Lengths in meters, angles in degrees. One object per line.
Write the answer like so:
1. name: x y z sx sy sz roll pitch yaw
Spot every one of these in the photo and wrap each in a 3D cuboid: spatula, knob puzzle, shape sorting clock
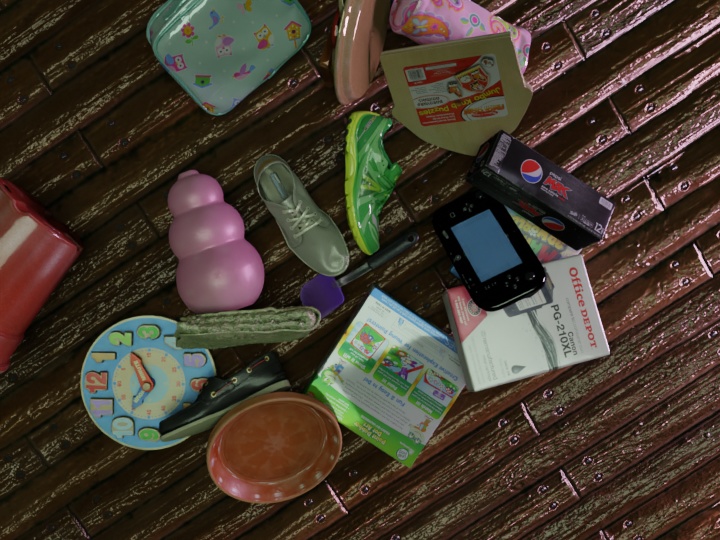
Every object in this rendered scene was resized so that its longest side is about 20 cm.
1. spatula: 0.000 0.000 1.226 0.198 0.021 0.057 -33 83 0
2. knob puzzle: 0.137 -0.236 1.145 0.216 0.221 0.031 13 54 -4
3. shape sorting clock: -0.309 0.165 1.229 0.196 0.039 0.204 0 99 -2

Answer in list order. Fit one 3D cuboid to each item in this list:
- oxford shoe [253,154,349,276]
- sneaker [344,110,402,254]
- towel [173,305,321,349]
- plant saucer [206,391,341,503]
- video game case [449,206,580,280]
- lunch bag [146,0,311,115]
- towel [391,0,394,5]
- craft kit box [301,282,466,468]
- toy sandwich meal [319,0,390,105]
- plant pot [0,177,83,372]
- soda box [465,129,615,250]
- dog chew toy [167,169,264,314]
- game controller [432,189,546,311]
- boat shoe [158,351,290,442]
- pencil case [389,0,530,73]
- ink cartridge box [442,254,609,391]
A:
1. oxford shoe: -0.086 -0.075 1.191 0.075 0.058 0.201 -34 97 0
2. sneaker: 0.019 -0.122 1.183 0.082 0.074 0.204 -1 98 1
3. towel: -0.159 0.082 1.165 0.197 0.148 0.037 -5 79 -12
4. plant saucer: -0.125 0.255 1.222 0.197 0.032 0.203 -8 124 -12
5. video game case: 0.244 -0.039 1.235 0.142 0.018 0.201 35 96 -8
6. lunch bag: -0.174 -0.323 1.112 0.199 0.077 0.160 -40 128 6
7. towel: 0.077 -0.445 1.150 0.110 0.049 0.203 -15 99 0
8. craft kit box: 0.046 0.156 1.243 0.199 0.049 0.199 34 93 -7
9. toy sandwich meal: -0.017 -0.312 1.094 0.069 0.205 0.208 16 98 11
10. plant pot: -0.491 -0.004 1.127 0.200 0.201 0.196 42 86 -8
11. soda box: 0.250 -0.109 1.169 0.198 0.071 0.064 31 71 -10
12. dog chew toy: -0.210 -0.039 1.166 0.123 0.125 0.203 -19 91 0
13. game controller: 0.174 -0.031 1.159 0.103 0.201 0.042 -19 139 -6
14. boat shoe: -0.201 0.184 1.213 0.199 0.074 0.064 -26 78 -9
15. pencil case: 0.137 -0.321 1.125 0.198 0.087 0.089 18 98 -25
16. ink cartridge box: 0.230 0.074 1.182 0.197 0.084 0.147 -15 83 -2
